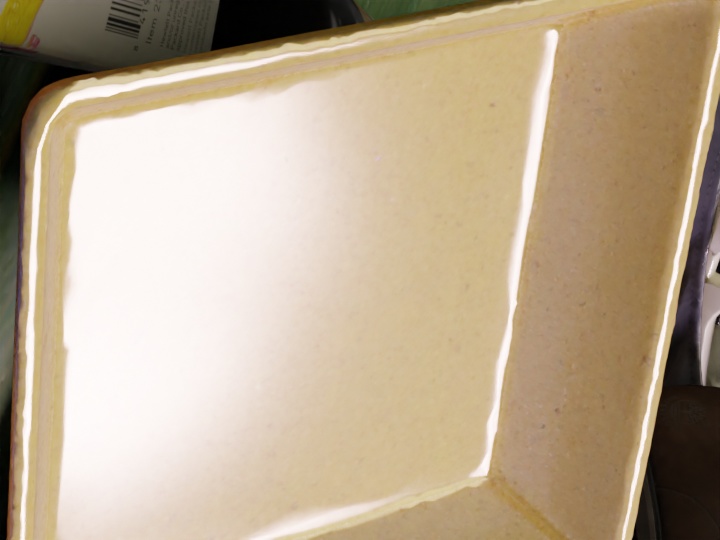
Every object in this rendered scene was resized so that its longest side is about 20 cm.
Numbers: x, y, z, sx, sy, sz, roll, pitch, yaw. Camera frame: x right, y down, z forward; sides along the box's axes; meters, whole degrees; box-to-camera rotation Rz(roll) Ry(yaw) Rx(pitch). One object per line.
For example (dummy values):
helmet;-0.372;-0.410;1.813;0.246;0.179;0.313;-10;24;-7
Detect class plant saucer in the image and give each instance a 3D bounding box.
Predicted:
plant saucer;-0.009;0.017;0.638;0.199;0.048;0.201;-13;126;-31

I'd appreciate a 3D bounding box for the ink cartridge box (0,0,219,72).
ink cartridge box;-0.098;-0.113;0.584;0.200;0.067;0.117;7;94;-66

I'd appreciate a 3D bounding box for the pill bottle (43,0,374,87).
pill bottle;0.000;0.000;0.747;0.200;0.112;0.112;41;62;-46

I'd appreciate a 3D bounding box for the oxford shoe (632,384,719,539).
oxford shoe;0.139;0.123;0.919;0.073;0.084;0.200;76;5;-56

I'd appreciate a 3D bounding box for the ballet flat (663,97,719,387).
ballet flat;0.141;0.002;1.005;0.073;0.073;0.201;-21;120;-62
